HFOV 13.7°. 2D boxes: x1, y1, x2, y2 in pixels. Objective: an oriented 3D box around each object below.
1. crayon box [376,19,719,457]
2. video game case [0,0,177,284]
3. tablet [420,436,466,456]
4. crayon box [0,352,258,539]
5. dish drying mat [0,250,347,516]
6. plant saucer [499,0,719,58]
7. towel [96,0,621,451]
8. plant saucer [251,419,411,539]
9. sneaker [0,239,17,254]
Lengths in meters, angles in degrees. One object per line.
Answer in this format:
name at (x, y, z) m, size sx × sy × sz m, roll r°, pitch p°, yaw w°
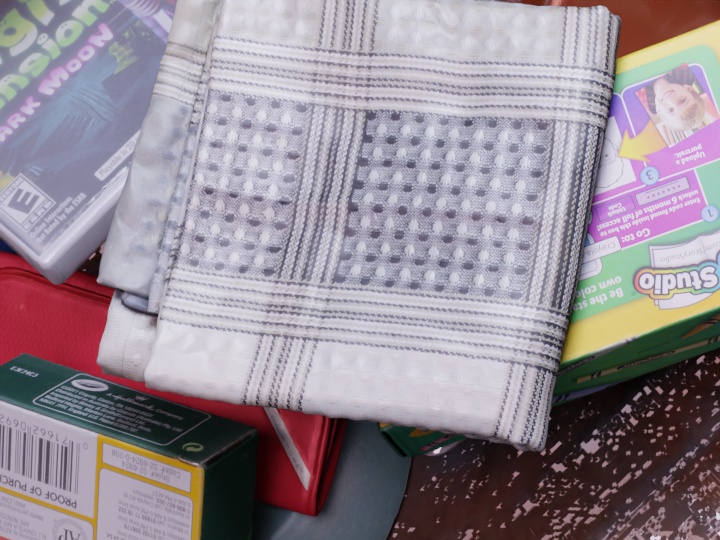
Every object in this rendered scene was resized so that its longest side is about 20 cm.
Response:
crayon box at (0.088, -0.013, 1.253) m, size 0.199 × 0.058 × 0.119 m, roll -20°, pitch 71°, yaw 6°
video game case at (-0.124, -0.113, 1.359) m, size 0.200 × 0.023 × 0.182 m, roll -45°, pitch 56°, yaw -10°
tablet at (0.026, -0.032, 1.310) m, size 0.130 × 0.014 × 0.200 m, roll -36°, pitch 69°, yaw 0°
crayon box at (-0.115, 0.150, 1.324) m, size 0.125 × 0.052 × 0.201 m, roll 16°, pitch 115°, yaw 25°
dish drying mat at (-0.097, 0.048, 1.348) m, size 0.199 × 0.018 × 0.077 m, roll 15°, pitch 95°, yaw 24°
plant saucer at (0.150, -0.098, 1.314) m, size 0.199 × 0.032 × 0.202 m, roll -6°, pitch 75°, yaw 23°
towel at (-0.004, -0.032, 1.230) m, size 0.199 × 0.035 × 0.194 m, roll 8°, pitch 76°, yaw 16°
plant saucer at (-0.074, 0.075, 1.366) m, size 0.199 × 0.036 × 0.201 m, roll -5°, pitch 76°, yaw 22°
sneaker at (-0.120, -0.048, 1.392) m, size 0.200 × 0.077 × 0.111 m, roll -46°, pitch 55°, yaw 0°
